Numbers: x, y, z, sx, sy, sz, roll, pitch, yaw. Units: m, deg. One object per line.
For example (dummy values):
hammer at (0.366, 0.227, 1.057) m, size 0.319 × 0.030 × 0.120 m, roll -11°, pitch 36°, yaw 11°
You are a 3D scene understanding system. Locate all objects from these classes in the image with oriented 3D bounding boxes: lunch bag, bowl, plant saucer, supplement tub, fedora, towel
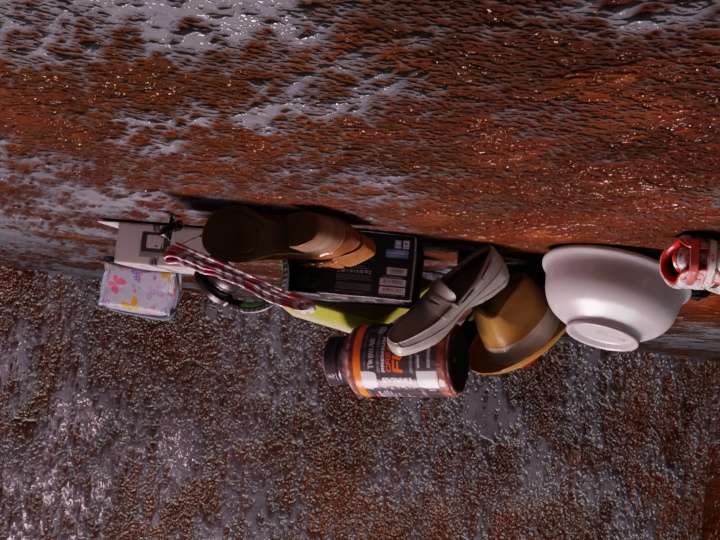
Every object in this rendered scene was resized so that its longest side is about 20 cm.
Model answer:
lunch bag at (-0.502, 0.045, 2.580) m, size 0.169 × 0.128 × 0.200 m, roll 9°, pitch -179°, yaw -5°
bowl at (0.326, 0.047, 1.471) m, size 0.200 × 0.091 × 0.201 m, roll 17°, pitch 163°, yaw 5°
plant saucer at (-0.012, 0.045, 1.771) m, size 0.199 × 0.048 × 0.200 m, roll 15°, pitch -156°, yaw 28°
supplement tub at (0.049, 0.129, 1.610) m, size 0.199 × 0.108 × 0.107 m, roll -3°, pitch 171°, yaw 23°
fedora at (0.217, 0.062, 1.607) m, size 0.082 × 0.201 × 0.200 m, roll 53°, pitch 156°, yaw -18°
towel at (-0.152, 0.016, 1.458) m, size 0.199 × 0.030 × 0.146 m, roll 23°, pitch 178°, yaw 3°

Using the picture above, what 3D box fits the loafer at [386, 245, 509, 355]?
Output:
loafer at (0.114, 0.039, 1.534) m, size 0.070 × 0.200 × 0.070 m, roll 41°, pitch 167°, yaw 47°

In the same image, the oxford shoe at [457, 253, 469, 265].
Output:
oxford shoe at (0.182, 0.017, 1.720) m, size 0.071 × 0.072 × 0.200 m, roll 1°, pitch 173°, yaw 4°

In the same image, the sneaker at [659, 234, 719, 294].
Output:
sneaker at (0.411, -0.003, 1.207) m, size 0.107 × 0.068 × 0.201 m, roll 6°, pitch 178°, yaw -21°

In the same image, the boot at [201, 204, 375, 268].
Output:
boot at (-0.092, -0.034, 1.455) m, size 0.199 × 0.074 × 0.155 m, roll 2°, pitch 172°, yaw 30°

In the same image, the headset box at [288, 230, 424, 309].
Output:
headset box at (0.000, 0.000, 1.613) m, size 0.173 × 0.093 × 0.200 m, roll 5°, pitch 175°, yaw 8°

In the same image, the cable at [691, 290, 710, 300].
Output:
cable at (0.397, 0.017, 1.615) m, size 0.199 × 0.051 × 0.163 m, roll -2°, pitch 176°, yaw 42°

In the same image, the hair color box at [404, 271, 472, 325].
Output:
hair color box at (0.173, 0.065, 2.068) m, size 0.199 × 0.100 × 0.060 m, roll 11°, pitch 174°, yaw -42°

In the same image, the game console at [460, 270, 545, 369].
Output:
game console at (0.239, 0.072, 1.722) m, size 0.176 × 0.200 × 0.031 m, roll -1°, pitch 130°, yaw 50°

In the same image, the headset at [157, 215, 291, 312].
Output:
headset at (-0.189, -0.020, 1.579) m, size 0.199 × 0.124 × 0.094 m, roll 21°, pitch -163°, yaw 3°

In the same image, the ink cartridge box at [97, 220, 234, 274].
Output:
ink cartridge box at (-0.310, -0.034, 1.779) m, size 0.199 × 0.067 × 0.116 m, roll 5°, pitch 175°, yaw 15°
